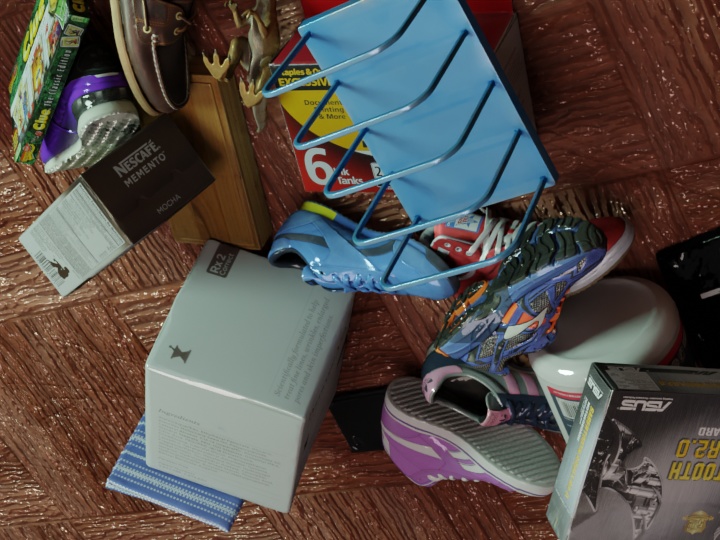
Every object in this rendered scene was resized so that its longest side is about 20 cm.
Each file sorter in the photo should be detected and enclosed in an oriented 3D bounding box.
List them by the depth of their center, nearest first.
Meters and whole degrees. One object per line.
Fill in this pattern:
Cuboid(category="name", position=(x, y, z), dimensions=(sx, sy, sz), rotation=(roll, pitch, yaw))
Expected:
Cuboid(category="file sorter", position=(0.037, -0.102, 1.024), dimensions=(0.138, 0.123, 0.201), rotation=(-15, 119, 34))

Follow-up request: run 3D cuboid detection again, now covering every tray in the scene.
Cuboid(category="tray", position=(-0.155, -0.111, 1.285), dimensions=(0.098, 0.037, 0.201), rotation=(6, 132, 21))

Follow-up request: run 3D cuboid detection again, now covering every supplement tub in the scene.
Cuboid(category="supplement tub", position=(0.247, 0.119, 1.226), dimensions=(0.139, 0.141, 0.201), rotation=(-7, 126, 30))

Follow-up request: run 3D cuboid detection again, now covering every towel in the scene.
Cuboid(category="towel", position=(-0.171, 0.184, 1.440), dimensions=(0.144, 0.201, 0.024), rotation=(19, 133, 7))

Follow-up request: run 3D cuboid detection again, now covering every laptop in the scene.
Cuboid(category="laptop", position=(0.391, 0.036, 1.177), dimensions=(0.177, 0.103, 0.201), rotation=(-24, 90, 38))

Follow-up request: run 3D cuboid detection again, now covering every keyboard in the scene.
Cuboid(category="keyboard", position=(0.068, 0.174, 1.446), dimensions=(0.199, 0.021, 0.128), rotation=(-10, 118, 33))

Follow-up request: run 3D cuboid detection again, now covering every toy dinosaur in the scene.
Cuboid(category="toy dinosaur", position=(-0.087, -0.177, 1.160), dimensions=(0.060, 0.106, 0.201), rotation=(17, 127, 15))

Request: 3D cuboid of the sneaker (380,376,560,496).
Cuboid(category="sneaker", position=(0.112, 0.194, 1.386), dimensions=(0.200, 0.073, 0.115), rotation=(28, 136, 20))

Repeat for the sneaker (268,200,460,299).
Cuboid(category="sneaker", position=(0.000, 0.000, 1.241), dimensions=(0.199, 0.079, 0.066), rotation=(21, 153, 33))

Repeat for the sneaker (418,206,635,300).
Cuboid(category="sneaker", position=(0.140, -0.029, 1.194), dimensions=(0.199, 0.071, 0.113), rotation=(-22, 121, 40))

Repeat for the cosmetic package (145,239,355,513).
Cuboid(category="cosmetic package", position=(-0.114, 0.110, 1.350), dimensions=(0.164, 0.166, 0.201), rotation=(18, 144, 4))

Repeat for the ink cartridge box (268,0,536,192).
Cuboid(category="ink cartridge box", position=(0.034, -0.158, 1.120), dimensions=(0.198, 0.084, 0.177), rotation=(2, 129, 24))

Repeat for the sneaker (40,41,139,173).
Cuboid(category="sneaker", position=(-0.265, -0.161, 1.277), dimensions=(0.200, 0.069, 0.100), rotation=(-27, 79, 60))

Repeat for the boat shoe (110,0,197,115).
Cuboid(category="boat shoe", position=(-0.178, -0.231, 1.151), dimensions=(0.070, 0.071, 0.201), rotation=(-4, 118, 18))

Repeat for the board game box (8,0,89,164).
Cuboid(category="board game box", position=(-0.290, -0.201, 1.227), dimensions=(0.023, 0.105, 0.200), rotation=(7, 141, -26))

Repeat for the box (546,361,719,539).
Cuboid(category="box", position=(0.274, 0.162, 1.145), dimensions=(0.198, 0.048, 0.160), rotation=(5, 114, -18))

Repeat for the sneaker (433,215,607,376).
Cuboid(category="sneaker", position=(0.148, 0.024, 1.147), dimensions=(0.078, 0.076, 0.200), rotation=(33, 136, -13))

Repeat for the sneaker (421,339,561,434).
Cuboid(category="sneaker", position=(0.153, 0.135, 1.319), dimensions=(0.198, 0.082, 0.071), rotation=(17, 124, 4))

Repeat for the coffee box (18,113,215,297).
Cuboid(category="coffee box", position=(-0.236, -0.058, 1.275), dimensions=(0.080, 0.113, 0.200), rotation=(53, 146, -6))
